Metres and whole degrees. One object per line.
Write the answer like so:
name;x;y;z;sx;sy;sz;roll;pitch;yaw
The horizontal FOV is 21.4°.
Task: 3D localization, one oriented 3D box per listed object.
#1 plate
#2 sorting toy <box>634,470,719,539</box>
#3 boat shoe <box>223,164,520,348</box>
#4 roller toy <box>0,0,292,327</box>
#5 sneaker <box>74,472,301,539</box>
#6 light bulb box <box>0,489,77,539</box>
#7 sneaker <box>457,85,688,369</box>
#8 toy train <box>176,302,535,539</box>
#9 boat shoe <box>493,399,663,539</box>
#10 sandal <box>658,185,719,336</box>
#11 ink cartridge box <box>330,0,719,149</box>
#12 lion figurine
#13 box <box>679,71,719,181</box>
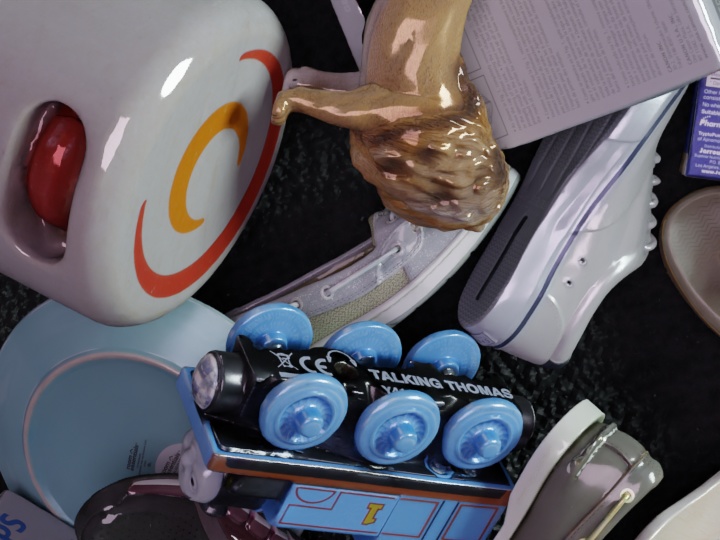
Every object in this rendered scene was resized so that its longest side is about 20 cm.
plate;-0.122;0.102;1.064;0.199;0.026;0.201;7;114;15
sorting toy;0.250;0.167;1.026;0.200;0.107;0.180;34;89;9
boat shoe;0.000;0.000;1.045;0.202;0.074;0.065;-39;96;17
roller toy;-0.135;-0.078;0.977;0.139;0.200;0.183;26;71;17
sneaker;-0.058;0.186;1.013;0.200;0.116;0.076;26;120;-28
light bulb box;-0.174;0.268;1.058;0.200;0.125;0.199;31;110;2
sneaker;0.130;-0.039;1.033;0.071;0.073;0.200;29;99;-24
toy train;-0.005;0.089;0.992;0.199;0.087;0.114;9;121;-30
boat shoe;0.097;0.163;1.026;0.060;0.072;0.202;35;123;18
sandal;0.241;0.031;1.010;0.080;0.054;0.200;-35;76;-7
ink cartridge box;0.081;-0.148;0.979;0.200;0.050;0.163;-19;96;39
lion figurine;0.026;-0.120;0.949;0.122;0.072;0.201;10;108;2
box;0.244;-0.143;1.015;0.121;0.032;0.201;8;99;6
